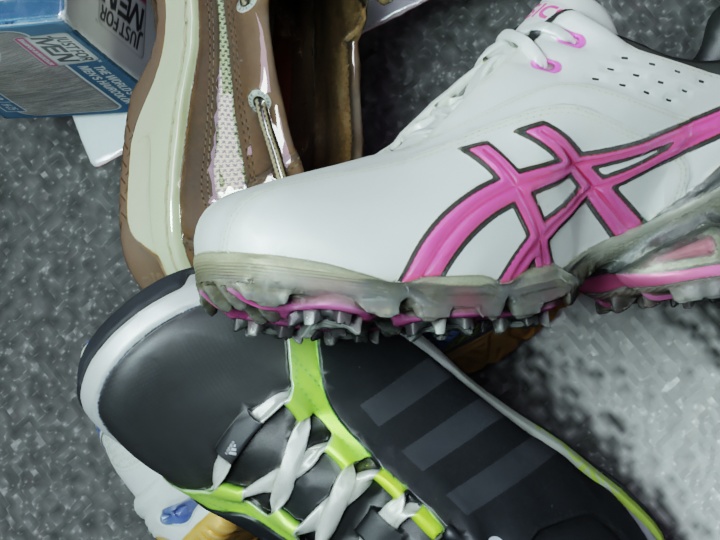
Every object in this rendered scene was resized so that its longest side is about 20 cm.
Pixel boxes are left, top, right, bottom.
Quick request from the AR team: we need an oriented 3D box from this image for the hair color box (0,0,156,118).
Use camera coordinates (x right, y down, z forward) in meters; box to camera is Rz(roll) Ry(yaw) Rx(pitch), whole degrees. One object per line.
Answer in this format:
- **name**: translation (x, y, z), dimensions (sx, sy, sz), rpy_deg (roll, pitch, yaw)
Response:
- **hair color box**: translation (-0.097, -0.155, 0.854), dimensions (0.060, 0.100, 0.200), rpy_deg (-4, 77, 15)

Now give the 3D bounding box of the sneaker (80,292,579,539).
- **sneaker**: translation (0.000, 0.000, 0.856), dimensions (0.200, 0.075, 0.088), rpy_deg (-38, 72, 4)

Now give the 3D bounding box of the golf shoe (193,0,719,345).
- **golf shoe**: translation (0.039, -0.028, 0.763), dimensions (0.073, 0.200, 0.092), rpy_deg (-7, 91, 57)

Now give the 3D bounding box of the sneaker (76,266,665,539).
- **sneaker**: translation (0.016, 0.064, 0.785), dimensions (0.200, 0.083, 0.072), rpy_deg (26, 111, -22)

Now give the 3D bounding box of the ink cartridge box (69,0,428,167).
- **ink cartridge box**: translation (-0.026, -0.146, 0.908), dimensions (0.200, 0.044, 0.174), rpy_deg (-26, 74, 8)

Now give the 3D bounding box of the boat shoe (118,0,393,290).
- **boat shoe**: translation (-0.021, -0.089, 0.829), dimensions (0.075, 0.075, 0.202), rpy_deg (-5, 81, 31)
